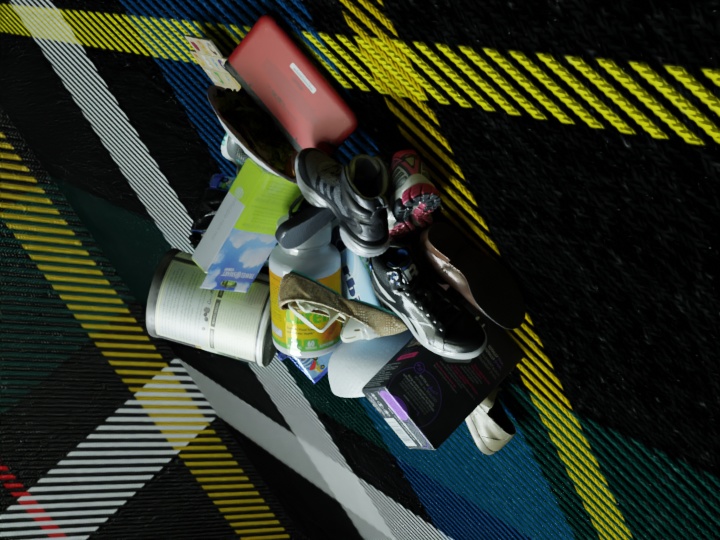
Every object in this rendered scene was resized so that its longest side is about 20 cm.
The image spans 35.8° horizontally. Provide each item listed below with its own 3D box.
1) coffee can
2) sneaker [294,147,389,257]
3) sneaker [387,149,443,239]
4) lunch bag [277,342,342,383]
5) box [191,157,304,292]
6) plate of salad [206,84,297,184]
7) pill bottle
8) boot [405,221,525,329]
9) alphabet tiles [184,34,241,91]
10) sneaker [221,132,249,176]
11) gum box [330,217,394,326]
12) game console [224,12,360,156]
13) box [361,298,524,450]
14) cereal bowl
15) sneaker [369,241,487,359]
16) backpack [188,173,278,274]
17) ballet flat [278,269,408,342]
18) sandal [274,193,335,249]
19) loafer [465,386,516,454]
[{"bbox_3d":[-0.228,0.060,1.803,0.197,0.148,0.147,15,153,9],"label":"coffee can"},{"bbox_3d":[-0.018,-0.121,1.467,0.201,0.075,0.115,53,148,31],"label":"sneaker"},{"bbox_3d":[0.061,-0.096,1.504,0.200,0.079,0.076,120,135,-69],"label":"sneaker"},{"bbox_3d":[-0.073,0.082,1.917,0.151,0.200,0.094,50,161,-7],"label":"lunch bag"},{"bbox_3d":[-0.168,-0.064,1.668,0.048,0.202,0.121,41,-163,28],"label":"box"},{"bbox_3d":[-0.141,-0.204,1.622,0.200,0.048,0.201,41,-162,-16],"label":"plate of salad"},{"bbox_3d":[-0.083,0.019,1.693,0.110,0.110,0.203,28,128,45],"label":"pill bottle"},{"bbox_3d":[0.135,0.019,1.566,0.187,0.064,0.200,49,163,0],"label":"boot"},{"bbox_3d":[-0.196,-0.285,1.742,0.201,0.006,0.166,53,166,-31],"label":"alphabet tiles"},{"bbox_3d":[-0.164,-0.184,1.828,0.090,0.078,0.200,24,163,19],"label":"sneaker"},{"bbox_3d":[0.000,0.000,1.692,0.200,0.044,0.173,-31,74,63],"label":"gum box"},{"bbox_3d":[-0.086,-0.255,1.593,0.200,0.119,0.172,48,130,-1],"label":"game console"},{"bbox_3d":[0.119,0.149,1.626,0.123,0.200,0.106,50,161,-7],"label":"box"},{"bbox_3d":[0.036,0.132,1.810,0.199,0.198,0.085,2,110,64],"label":"cereal bowl"},{"bbox_3d":[0.082,0.035,1.497,0.199,0.073,0.112,35,159,28],"label":"sneaker"},{"bbox_3d":[-0.154,-0.063,1.830,0.197,0.137,0.182,11,166,26],"label":"backpack"},{"bbox_3d":[-0.030,0.065,1.589,0.197,0.066,0.071,21,164,15],"label":"ballet flat"},{"bbox_3d":[-0.058,-0.091,1.566,0.043,0.200,0.076,43,136,9],"label":"sandal"},{"bbox_3d":[0.186,0.192,1.766,0.067,0.076,0.202,-24,101,30],"label":"loafer"}]
